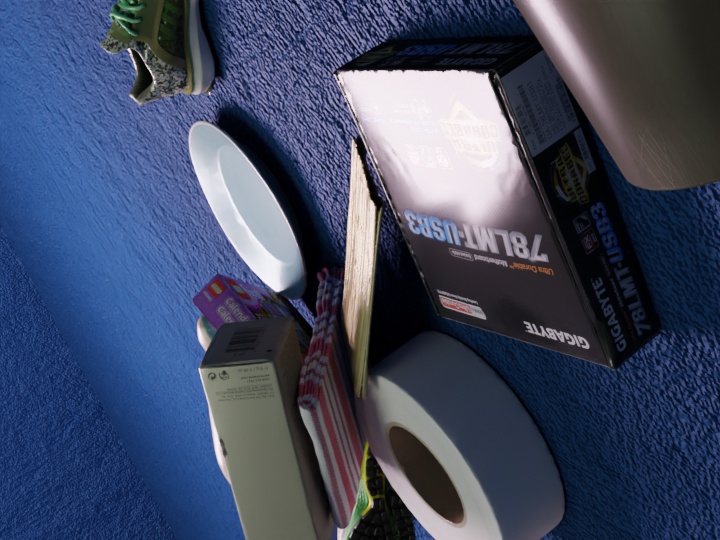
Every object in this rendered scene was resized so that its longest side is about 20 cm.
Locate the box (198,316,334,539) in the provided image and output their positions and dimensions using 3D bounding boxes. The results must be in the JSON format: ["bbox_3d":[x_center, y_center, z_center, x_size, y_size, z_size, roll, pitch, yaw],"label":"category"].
[{"bbox_3d":[-0.075,0.146,1.017,0.082,0.068,0.202,-70,-28,-64],"label":"box"}]

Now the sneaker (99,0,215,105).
[{"bbox_3d":[-0.190,-0.225,1.056,0.077,0.088,0.201,38,151,42],"label":"sneaker"}]

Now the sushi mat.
[{"bbox_3d":[0.000,0.000,0.952,0.096,0.012,0.201,-103,13,-49],"label":"sushi mat"}]

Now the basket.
[{"bbox_3d":[0.109,-0.144,0.452,0.180,0.136,0.201,0,124,58],"label":"basket"}]

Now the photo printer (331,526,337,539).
[{"bbox_3d":[-0.034,0.403,1.527,0.167,0.069,0.201,-86,-15,-50],"label":"photo printer"}]

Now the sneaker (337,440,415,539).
[{"bbox_3d":[0.014,0.229,1.206,0.085,0.077,0.202,-145,65,-64],"label":"sneaker"}]

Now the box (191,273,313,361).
[{"bbox_3d":[-0.073,0.075,1.159,0.137,0.039,0.200,48,-174,15],"label":"box"}]

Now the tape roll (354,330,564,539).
[{"bbox_3d":[0.079,0.154,1.018,0.203,0.071,0.203,46,157,26],"label":"tape roll"}]

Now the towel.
[{"bbox_3d":[-0.022,0.110,1.071,0.201,0.030,0.147,-79,-21,-52],"label":"towel"}]

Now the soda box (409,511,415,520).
[{"bbox_3d":[-0.016,0.197,1.295,0.200,0.068,0.064,52,161,14],"label":"soda box"}]

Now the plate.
[{"bbox_3d":[-0.105,-0.063,1.186,0.200,0.025,0.201,47,158,26],"label":"plate"}]

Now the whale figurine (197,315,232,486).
[{"bbox_3d":[-0.095,0.129,1.196,0.202,0.103,0.159,70,-164,7],"label":"whale figurine"}]

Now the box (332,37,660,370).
[{"bbox_3d":[0.080,-0.048,0.765,0.200,0.049,0.200,18,135,60],"label":"box"}]
